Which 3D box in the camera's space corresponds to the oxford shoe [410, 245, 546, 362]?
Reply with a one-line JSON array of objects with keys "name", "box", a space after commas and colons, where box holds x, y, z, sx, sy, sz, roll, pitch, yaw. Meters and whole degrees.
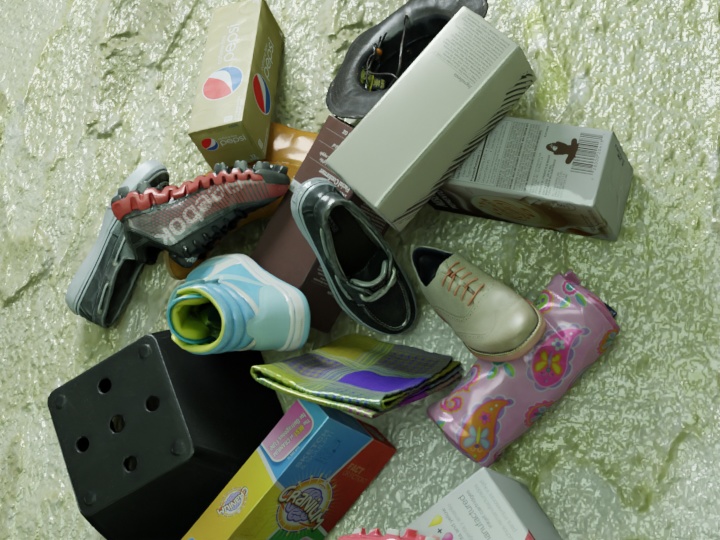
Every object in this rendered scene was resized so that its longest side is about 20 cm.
[{"name": "oxford shoe", "box": [0.102, 0.028, 1.117, 0.071, 0.074, 0.200, -48, 27, -7]}]

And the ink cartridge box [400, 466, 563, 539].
[{"name": "ink cartridge box", "box": [0.091, 0.299, 1.055, 0.200, 0.145, 0.146, -40, 64, 9]}]

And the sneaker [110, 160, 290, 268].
[{"name": "sneaker", "box": [-0.163, -0.056, 1.242, 0.199, 0.071, 0.099, -13, 84, 12]}]

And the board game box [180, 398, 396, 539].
[{"name": "board game box", "box": [-0.071, 0.222, 1.140, 0.200, 0.153, 0.040, -51, 57, 3]}]

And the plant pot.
[{"name": "plant pot", "box": [-0.199, 0.168, 1.199, 0.199, 0.177, 0.201, -29, 65, 12]}]

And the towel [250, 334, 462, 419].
[{"name": "towel", "box": [0.000, 0.096, 1.133, 0.143, 0.200, 0.023, 13, 102, 26]}]

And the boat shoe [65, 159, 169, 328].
[{"name": "boat shoe", "box": [-0.261, -0.026, 1.351, 0.071, 0.072, 0.201, 31, 98, 18]}]

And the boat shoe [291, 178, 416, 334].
[{"name": "boat shoe", "box": [0.000, 0.000, 1.145, 0.072, 0.200, 0.071, -41, 34, -4]}]

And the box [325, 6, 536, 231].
[{"name": "box", "box": [0.067, -0.142, 1.112, 0.200, 0.068, 0.082, -47, 61, 3]}]

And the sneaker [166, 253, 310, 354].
[{"name": "sneaker", "box": [-0.153, 0.029, 1.168, 0.199, 0.130, 0.080, 16, 104, 51]}]

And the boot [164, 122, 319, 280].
[{"name": "boot", "box": [-0.123, -0.072, 1.297, 0.143, 0.071, 0.203, 14, 76, 26]}]

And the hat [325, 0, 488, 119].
[{"name": "hat", "box": [0.063, -0.209, 1.241, 0.200, 0.081, 0.201, -29, 34, 22]}]

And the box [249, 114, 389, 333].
[{"name": "box", "box": [-0.033, -0.049, 1.225, 0.100, 0.075, 0.201, 35, 99, 46]}]

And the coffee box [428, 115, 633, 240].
[{"name": "coffee box", "box": [0.155, -0.097, 1.163, 0.199, 0.114, 0.080, 12, 79, 26]}]

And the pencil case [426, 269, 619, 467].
[{"name": "pencil case", "box": [0.156, 0.093, 1.125, 0.200, 0.087, 0.087, -47, 63, 4]}]

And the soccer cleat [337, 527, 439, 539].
[{"name": "soccer cleat", "box": [0.068, 0.256, 0.962, 0.198, 0.067, 0.077, 5, 80, 22]}]

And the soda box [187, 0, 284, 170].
[{"name": "soda box", "box": [-0.135, -0.211, 1.312, 0.067, 0.064, 0.201, -10, 51, 19]}]
